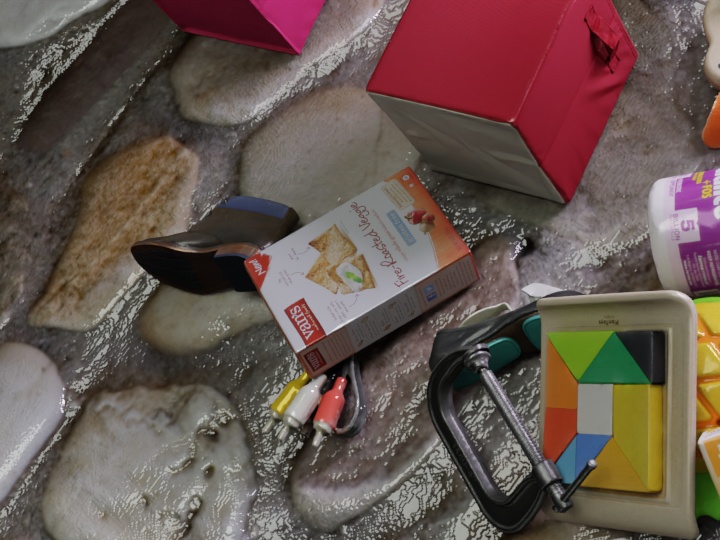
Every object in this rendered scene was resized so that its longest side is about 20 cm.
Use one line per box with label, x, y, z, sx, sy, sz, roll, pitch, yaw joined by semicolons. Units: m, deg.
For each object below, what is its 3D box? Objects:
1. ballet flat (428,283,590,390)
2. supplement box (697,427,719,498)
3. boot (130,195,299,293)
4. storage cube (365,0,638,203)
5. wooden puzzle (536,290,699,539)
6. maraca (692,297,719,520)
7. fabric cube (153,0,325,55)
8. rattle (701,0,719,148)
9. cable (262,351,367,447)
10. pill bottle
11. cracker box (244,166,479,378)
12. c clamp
ballet flat;0.153;0.050;1.305;0.200;0.068;0.069;-19;46;19
supplement box;0.357;0.201;1.066;0.126;0.074;0.200;-24;83;16
boot;-0.158;-0.031;1.521;0.200;0.075;0.097;6;47;35
storage cube;0.144;-0.196;1.367;0.200;0.171;0.180;19;76;33
wooden puzzle;0.209;0.120;1.169;0.185;0.037;0.201;-6;85;56
maraca;0.287;0.121;1.175;0.137;0.107;0.200;22;92;33
fabric cube;-0.146;-0.398;1.605;0.196;0.200;0.200;18;76;32
rattle;0.368;-0.232;1.293;0.130;0.143;0.200;29;74;17
cable;-0.022;0.088;1.384;0.097;0.050;0.200;11;71;34
pill bottle;0.362;-0.042;1.211;0.200;0.112;0.113;-9;62;24
cracker box;0.000;0.000;1.389;0.200;0.058;0.134;-31;54;-4
c clamp;0.127;0.144;1.232;0.027;0.171;0.200;-13;53;-31
